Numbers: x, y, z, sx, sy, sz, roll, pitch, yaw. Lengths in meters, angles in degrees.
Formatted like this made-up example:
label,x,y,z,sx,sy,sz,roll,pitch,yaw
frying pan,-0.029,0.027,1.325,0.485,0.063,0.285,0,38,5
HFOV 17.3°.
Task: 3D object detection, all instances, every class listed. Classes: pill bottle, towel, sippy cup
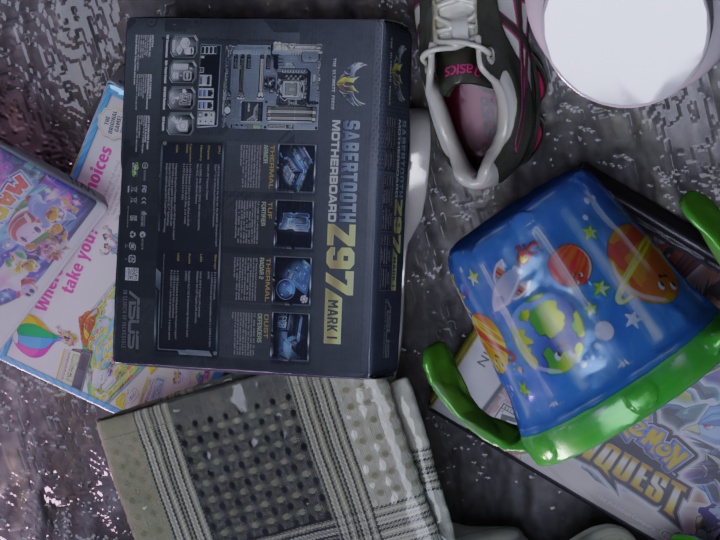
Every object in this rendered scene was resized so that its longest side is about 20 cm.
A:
label,x,y,z,sx,sy,sz,roll,pitch,yaw
pill bottle,0.144,-0.153,1.227,0.111,0.200,0.111,4,113,10
towel,-0.041,0.149,1.389,0.192,0.035,0.200,-16,98,22
sippy cup,0.119,0.019,1.320,0.178,0.140,0.130,-34,92,-4

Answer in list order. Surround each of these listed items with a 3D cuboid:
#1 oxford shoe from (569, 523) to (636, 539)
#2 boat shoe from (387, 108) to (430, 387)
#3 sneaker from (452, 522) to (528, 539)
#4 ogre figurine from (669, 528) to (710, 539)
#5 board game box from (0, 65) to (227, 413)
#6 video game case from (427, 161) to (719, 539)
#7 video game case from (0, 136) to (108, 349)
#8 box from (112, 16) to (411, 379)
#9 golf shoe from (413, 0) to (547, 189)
label,x,y,z,sx,sy,sz,roll,pitch,yaw
oxford shoe,0.094,0.222,1.466,0.075,0.058,0.200,27,114,-28
boat shoe,0.000,0.000,1.382,0.060,0.074,0.200,6,110,-5
sneaker,0.004,0.166,1.457,0.200,0.075,0.081,-4,67,-1
ogre figurine,0.161,0.220,1.374,0.098,0.120,0.200,34,110,-34
board game box,-0.123,-0.006,1.430,0.134,0.034,0.200,26,114,0
video game case,0.168,0.060,1.404,0.200,0.026,0.181,31,114,-2
video game case,-0.266,-0.032,1.354,0.200,0.018,0.143,30,108,-28
box,-0.055,-0.042,1.328,0.158,0.051,0.200,2,91,21
golf shoe,0.064,-0.143,1.311,0.077,0.088,0.200,-7,109,15
